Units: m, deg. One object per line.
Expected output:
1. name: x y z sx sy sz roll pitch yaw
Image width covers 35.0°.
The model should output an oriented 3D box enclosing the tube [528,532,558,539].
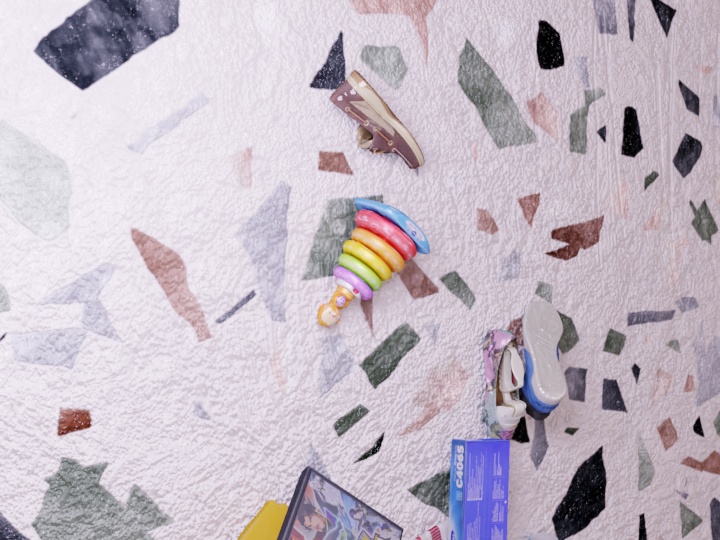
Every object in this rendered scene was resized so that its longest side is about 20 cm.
1. tube: 0.317 0.565 2.007 0.077 0.050 0.202 -3 99 -27

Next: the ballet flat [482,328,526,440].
1. ballet flat: 0.243 0.199 1.908 0.069 0.071 0.202 -8 98 -37

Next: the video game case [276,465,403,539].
1. video game case: -0.034 0.403 1.627 0.180 0.026 0.201 35 40 -12

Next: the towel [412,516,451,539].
1. towel: 0.137 0.483 1.869 0.199 0.023 0.145 -21 103 -38

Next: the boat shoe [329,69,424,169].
1. boat shoe: 0.024 -0.212 1.721 0.072 0.072 0.200 -41 133 4

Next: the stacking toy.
1. stacking toy: 0.000 0.000 1.693 0.116 0.109 0.201 44 77 -34

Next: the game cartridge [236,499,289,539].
1. game cartridge: -0.119 0.447 1.598 0.176 0.032 0.200 47 50 -7

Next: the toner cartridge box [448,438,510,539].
1. toner cartridge box: 0.194 0.377 1.870 0.094 0.043 0.202 5 86 -32

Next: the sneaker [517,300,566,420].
1. sneaker: 0.303 0.159 1.961 0.076 0.112 0.201 4 54 -11
